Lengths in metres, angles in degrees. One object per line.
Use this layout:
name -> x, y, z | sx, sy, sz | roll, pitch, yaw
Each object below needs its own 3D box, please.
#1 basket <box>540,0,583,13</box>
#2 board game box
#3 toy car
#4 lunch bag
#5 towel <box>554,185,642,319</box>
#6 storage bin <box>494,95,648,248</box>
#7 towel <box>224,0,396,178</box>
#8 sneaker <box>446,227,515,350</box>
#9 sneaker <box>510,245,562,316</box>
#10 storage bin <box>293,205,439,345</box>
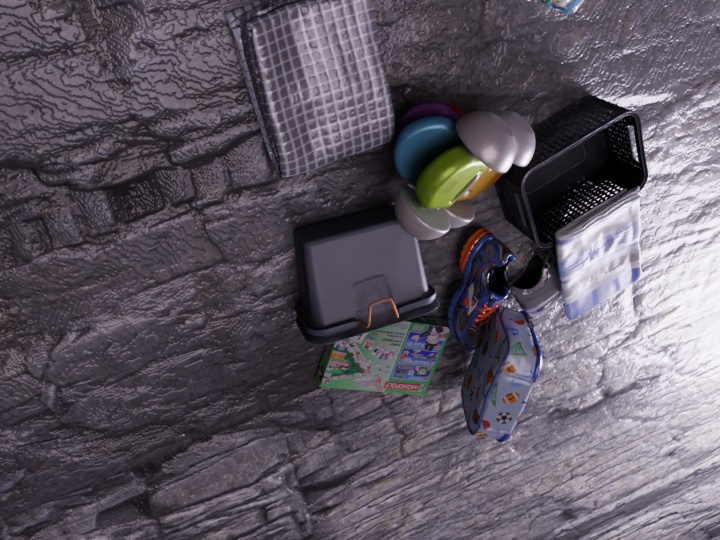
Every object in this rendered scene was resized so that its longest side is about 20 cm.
basket -> 0.194, -0.394, 0.701 | 0.139, 0.177, 0.199 | -44, 135, 11
board game box -> 0.038, 0.131, 1.010 | 0.196, 0.029, 0.137 | 10, 114, -26
toy car -> 0.113, -0.148, 0.810 | 0.175, 0.151, 0.199 | -46, 168, 32
lunch bag -> 0.226, 0.160, 1.025 | 0.074, 0.161, 0.203 | 14, 118, -5
towel -> 0.368, -0.020, 0.966 | 0.145, 0.024, 0.202 | -29, 133, -4
storage bin -> 0.306, -0.146, 0.928 | 0.198, 0.094, 0.137 | -31, 124, -4
towel -> -0.051, -0.227, 0.748 | 0.163, 0.086, 0.203 | -21, 122, -11
sneaker -> 0.188, 0.040, 0.979 | 0.074, 0.078, 0.204 | -20, 126, -36
sneaker -> 0.320, -0.015, 1.014 | 0.081, 0.075, 0.201 | 31, 103, -33
storage bin -> 0.000, 0.000, 0.868 | 0.196, 0.146, 0.137 | -16, 112, -13
